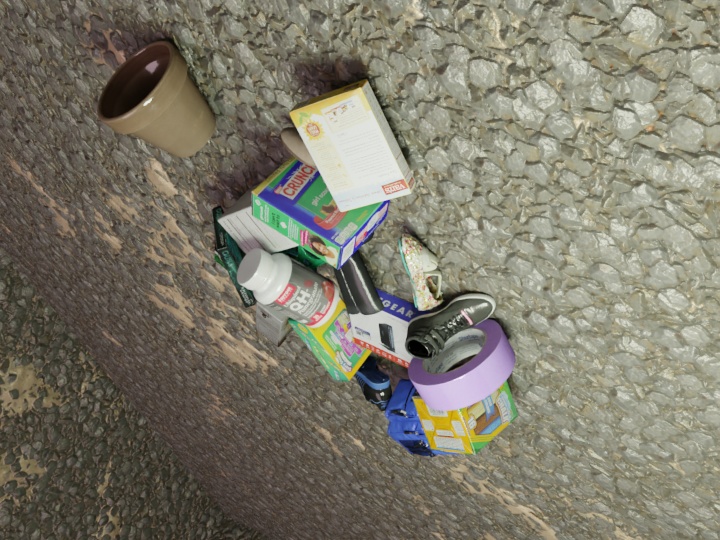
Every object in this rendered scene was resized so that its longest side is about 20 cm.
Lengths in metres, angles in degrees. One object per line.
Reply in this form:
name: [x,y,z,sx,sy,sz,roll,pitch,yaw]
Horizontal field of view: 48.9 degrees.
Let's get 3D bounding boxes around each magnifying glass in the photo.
magnifying glass: [-0.117,-0.013,1.694,0.080,0.022,0.200,30,117,-5]

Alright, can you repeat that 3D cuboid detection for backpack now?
backpack: [0.167,0.325,1.765,0.200,0.163,0.168,-5,142,45]

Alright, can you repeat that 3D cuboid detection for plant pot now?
plant pot: [-0.381,-0.315,1.545,0.200,0.200,0.175,9,155,41]

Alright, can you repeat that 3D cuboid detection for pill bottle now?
pill bottle: [-0.150,0.032,1.624,0.200,0.111,0.111,30,158,-34]

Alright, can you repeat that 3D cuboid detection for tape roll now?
tape roll: [0.194,0.178,1.521,0.200,0.200,0.066,-7,122,51]

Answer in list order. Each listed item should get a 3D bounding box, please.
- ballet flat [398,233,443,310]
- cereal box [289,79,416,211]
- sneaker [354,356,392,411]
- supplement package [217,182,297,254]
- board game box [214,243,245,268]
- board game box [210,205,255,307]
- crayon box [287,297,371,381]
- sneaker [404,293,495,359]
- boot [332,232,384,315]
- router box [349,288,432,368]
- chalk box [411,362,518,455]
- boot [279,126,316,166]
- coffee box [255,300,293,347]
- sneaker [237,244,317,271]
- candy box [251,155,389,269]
ballet flat: [0.121,0.000,1.520,0.064,0.076,0.200,-7,138,11]
cereal box: [-0.012,-0.201,1.312,0.144,0.040,0.200,-12,121,30]
sneaker: [0.023,0.266,1.877,0.200,0.070,0.078,-139,42,-69]
supplement package: [-0.179,-0.114,1.629,0.117,0.117,0.200,51,148,-19]
board game box: [-0.286,0.002,1.971,0.200,0.023,0.105,39,152,13]
board game box: [-0.282,-0.029,1.760,0.200,0.028,0.135,73,179,-48]
crayon box: [-0.064,0.147,1.842,0.058,0.119,0.200,-6,127,50]
sneaker: [0.169,0.114,1.521,0.200,0.099,0.071,-25,113,31]
boot: [0.000,0.000,1.591,0.165,0.066,0.200,11,123,57]
router box: [0.070,0.129,1.742,0.200,0.049,0.180,23,146,26]
chalk box: [0.227,0.266,1.605,0.125,0.200,0.124,-7,106,50]
boot: [-0.049,-0.241,1.386,0.200,0.070,0.146,32,142,11]
coffee box: [-0.186,0.091,1.882,0.080,0.114,0.200,36,158,7]
sneaker: [-0.184,-0.042,1.754,0.200,0.078,0.080,27,179,4]
candy box: [-0.072,-0.122,1.453,0.200,0.169,0.077,30,145,15]
